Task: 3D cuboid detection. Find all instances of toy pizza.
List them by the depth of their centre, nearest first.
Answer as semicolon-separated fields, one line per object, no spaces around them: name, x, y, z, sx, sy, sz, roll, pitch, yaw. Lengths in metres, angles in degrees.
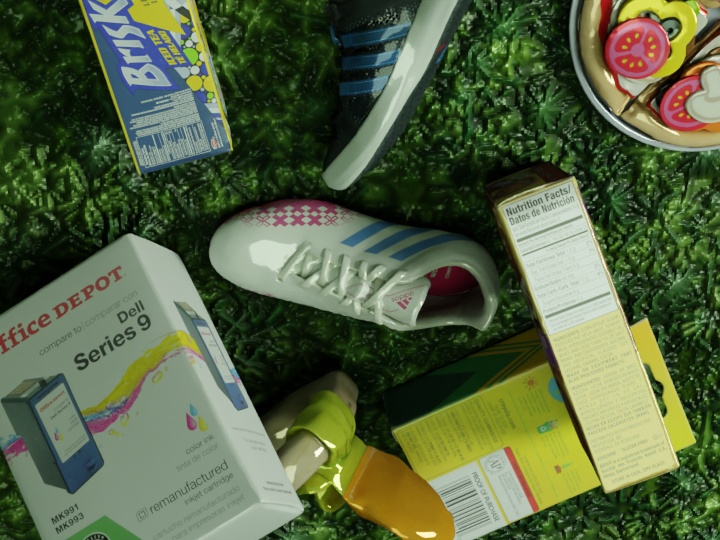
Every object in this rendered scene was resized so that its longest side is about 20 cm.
toy pizza;0.235;-0.165;1.014;0.199;0.032;0.201;-4;120;-7

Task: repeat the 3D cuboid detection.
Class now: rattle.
rattle;-0.056;0.173;1.107;0.200;0.130;0.143;-40;119;16

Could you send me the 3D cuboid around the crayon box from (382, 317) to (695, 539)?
crayon box;0.132;0.110;1.146;0.199;0.051;0.127;-23;120;5

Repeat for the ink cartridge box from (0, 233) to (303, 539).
ink cartridge box;-0.150;0.100;1.009;0.145;0.201;0.087;-31;161;9

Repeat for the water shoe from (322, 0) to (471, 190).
water shoe;0.012;-0.147;0.981;0.079;0.072;0.201;32;115;6

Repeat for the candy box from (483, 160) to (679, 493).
candy box;0.143;0.033;1.027;0.056;0.117;0.201;-20;98;3

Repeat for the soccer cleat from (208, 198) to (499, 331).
soccer cleat;0.000;0.000;1.040;0.199;0.086;0.070;5;119;-12

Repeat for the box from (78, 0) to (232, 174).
box;-0.134;-0.165;0.932;0.064;0.070;0.201;-15;121;-1
